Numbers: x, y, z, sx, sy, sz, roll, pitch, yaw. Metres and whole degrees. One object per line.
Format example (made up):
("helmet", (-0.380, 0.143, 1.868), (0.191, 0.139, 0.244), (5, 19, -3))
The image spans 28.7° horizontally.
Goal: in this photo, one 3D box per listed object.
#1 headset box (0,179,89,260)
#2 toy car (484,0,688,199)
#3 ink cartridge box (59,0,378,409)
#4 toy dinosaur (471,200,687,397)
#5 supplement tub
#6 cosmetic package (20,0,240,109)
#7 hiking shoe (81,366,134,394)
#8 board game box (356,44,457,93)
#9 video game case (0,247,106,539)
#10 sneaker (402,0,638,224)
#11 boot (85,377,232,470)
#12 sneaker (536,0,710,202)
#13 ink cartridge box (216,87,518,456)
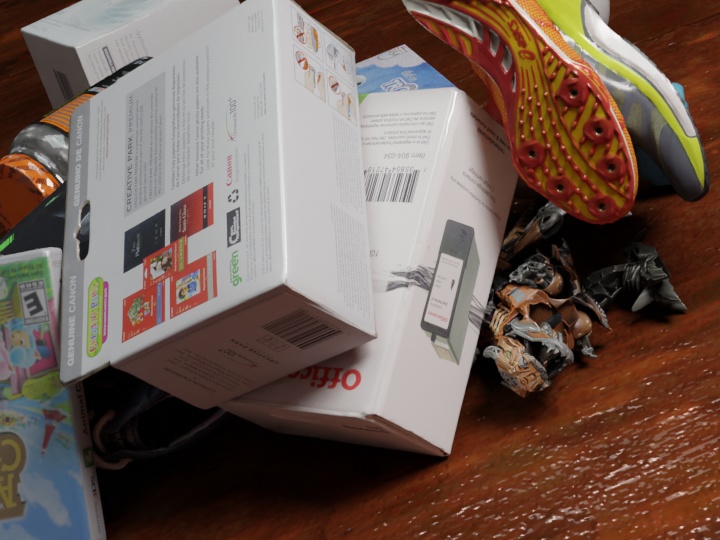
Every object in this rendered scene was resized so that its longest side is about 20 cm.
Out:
("headset box", (-0.179, -0.013, 1.068), (0.174, 0.093, 0.199), (-46, 31, -24))
("toy car", (0.132, -0.154, 0.988), (0.182, 0.203, 0.177), (-6, -1, 15))
("ink cartridge box", (-0.088, -0.034, 0.825), (0.174, 0.084, 0.202), (-23, 55, 30))
("toy dinosaur", (0.114, 0.001, 0.880), (0.135, 0.102, 0.201), (-30, 42, 14))
("supplement tub", (-0.237, -0.103, 1.295), (0.122, 0.124, 0.200), (6, 35, 42))
("cosmetic package", (-0.251, -0.253, 1.605), (0.199, 0.124, 0.199), (-29, 27, -22))
("hiking shoe", (-0.188, 0.035, 0.887), (0.197, 0.077, 0.101), (-11, 20, -4))
("board game box", (-0.016, -0.132, 1.284), (0.197, 0.044, 0.200), (-22, 25, -6))
("video game case", (-0.257, 0.092, 0.869), (0.198, 0.184, 0.022), (-9, -1, 21))
("sneaker", (0.101, -0.118, 0.813), (0.073, 0.201, 0.077), (-34, -3, 30))
("boot", (-0.179, 0.100, 0.905), (0.198, 0.073, 0.090), (-26, 20, -14))
("sneaker", (0.137, -0.111, 0.874), (0.081, 0.200, 0.074), (-44, -16, 9))
("ink cartridge box", (0.000, 0.000, 0.853), (0.144, 0.084, 0.202), (2, 70, 40))
